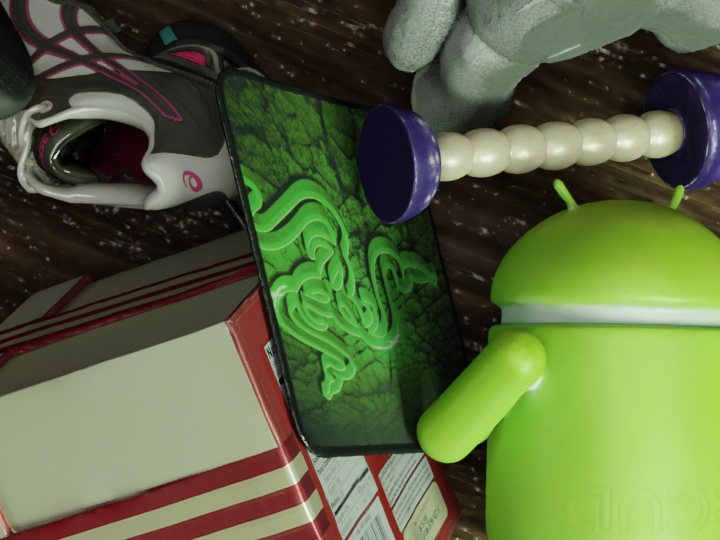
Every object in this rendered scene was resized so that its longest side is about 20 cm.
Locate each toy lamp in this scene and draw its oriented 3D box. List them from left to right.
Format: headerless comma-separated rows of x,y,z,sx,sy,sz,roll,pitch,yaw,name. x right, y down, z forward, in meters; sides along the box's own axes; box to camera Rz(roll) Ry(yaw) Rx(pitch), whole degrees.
0.098,-0.058,1.129,0.199,0.058,0.059,-7,93,-29,toy lamp

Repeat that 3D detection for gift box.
-0.079,0.105,1.079,0.185,0.185,0.201,-17,99,21,gift box

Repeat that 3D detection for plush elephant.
0.066,-0.170,1.113,0.164,0.200,0.156,-21,74,7,plush elephant

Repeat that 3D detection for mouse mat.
0.000,0.000,1.087,0.007,0.200,0.162,-18,81,23,mouse mat

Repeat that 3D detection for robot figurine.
0.112,0.062,1.105,0.175,0.115,0.202,2,87,-41,robot figurine

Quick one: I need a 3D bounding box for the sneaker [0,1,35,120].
-0.209,-0.094,1.100,0.108,0.202,0.067,-38,127,6,sneaker

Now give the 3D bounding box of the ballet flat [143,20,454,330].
-0.032,-0.028,1.154,0.068,0.068,0.200,-42,92,-1,ballet flat

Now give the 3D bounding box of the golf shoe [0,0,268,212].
-0.131,-0.073,1.110,0.199,0.088,0.078,14,116,31,golf shoe
